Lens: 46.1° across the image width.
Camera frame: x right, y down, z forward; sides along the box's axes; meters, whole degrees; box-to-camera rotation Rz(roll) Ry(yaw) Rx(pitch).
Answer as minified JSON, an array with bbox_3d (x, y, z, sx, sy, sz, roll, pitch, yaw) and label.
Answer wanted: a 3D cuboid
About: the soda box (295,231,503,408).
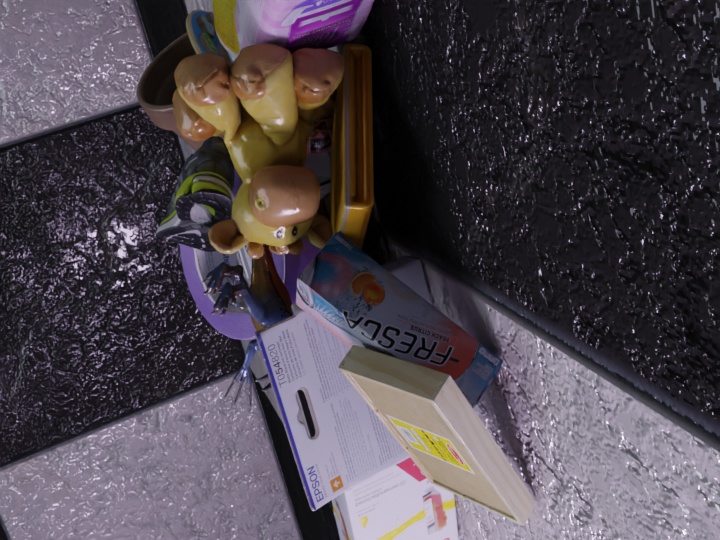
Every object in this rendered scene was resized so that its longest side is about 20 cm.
[{"bbox_3d":[0.033,0.057,0.790,0.198,0.064,0.069,37,158,10],"label":"soda box"}]

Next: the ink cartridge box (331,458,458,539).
[{"bbox_3d":[0.041,0.282,1.059,0.084,0.143,0.203,49,155,50],"label":"ink cartridge box"}]

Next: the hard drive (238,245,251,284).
[{"bbox_3d":[-0.112,-0.006,1.081,0.139,0.037,0.204,-27,80,64],"label":"hard drive"}]

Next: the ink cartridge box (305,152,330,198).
[{"bbox_3d":[-0.066,-0.047,1.106,0.203,0.082,0.145,66,153,18],"label":"ink cartridge box"}]

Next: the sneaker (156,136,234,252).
[{"bbox_3d":[-0.173,-0.079,0.928,0.199,0.072,0.083,-33,44,60],"label":"sneaker"}]

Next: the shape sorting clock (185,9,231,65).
[{"bbox_3d":[-0.141,-0.246,1.061,0.200,0.039,0.202,46,-156,-27],"label":"shape sorting clock"}]

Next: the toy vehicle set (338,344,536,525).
[{"bbox_3d":[0.072,0.153,0.780,0.123,0.027,0.201,13,147,47],"label":"toy vehicle set"}]

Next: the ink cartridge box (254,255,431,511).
[{"bbox_3d":[-0.001,0.113,0.880,0.040,0.197,0.204,12,121,62],"label":"ink cartridge box"}]

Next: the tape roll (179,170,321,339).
[{"bbox_3d":[-0.131,-0.025,0.998,0.197,0.065,0.205,12,108,42],"label":"tape roll"}]

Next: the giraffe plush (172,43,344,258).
[{"bbox_3d":[-0.089,-0.100,0.805,0.200,0.168,0.166,77,-173,-81],"label":"giraffe plush"}]

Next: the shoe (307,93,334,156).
[{"bbox_3d":[-0.051,-0.180,0.961,0.200,0.070,0.093,-158,49,-78],"label":"shoe"}]

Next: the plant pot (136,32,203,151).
[{"bbox_3d":[-0.207,-0.247,1.277,0.201,0.198,0.176,54,178,47],"label":"plant pot"}]

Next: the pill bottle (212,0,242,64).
[{"bbox_3d":[-0.106,-0.298,0.914,0.201,0.110,0.114,104,143,-65],"label":"pill bottle"}]

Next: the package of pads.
[{"bbox_3d":[-0.042,-0.252,0.720,0.200,0.118,0.077,145,104,-75],"label":"package of pads"}]

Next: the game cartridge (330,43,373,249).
[{"bbox_3d":[-0.012,-0.097,0.870,0.201,0.032,0.180,101,169,-67],"label":"game cartridge"}]

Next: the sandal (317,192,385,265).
[{"bbox_3d":[0.000,0.000,0.984,0.203,0.079,0.054,62,163,16],"label":"sandal"}]

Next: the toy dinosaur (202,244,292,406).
[{"bbox_3d":[-0.077,0.064,0.886,0.180,0.203,0.105,33,176,-32],"label":"toy dinosaur"}]
